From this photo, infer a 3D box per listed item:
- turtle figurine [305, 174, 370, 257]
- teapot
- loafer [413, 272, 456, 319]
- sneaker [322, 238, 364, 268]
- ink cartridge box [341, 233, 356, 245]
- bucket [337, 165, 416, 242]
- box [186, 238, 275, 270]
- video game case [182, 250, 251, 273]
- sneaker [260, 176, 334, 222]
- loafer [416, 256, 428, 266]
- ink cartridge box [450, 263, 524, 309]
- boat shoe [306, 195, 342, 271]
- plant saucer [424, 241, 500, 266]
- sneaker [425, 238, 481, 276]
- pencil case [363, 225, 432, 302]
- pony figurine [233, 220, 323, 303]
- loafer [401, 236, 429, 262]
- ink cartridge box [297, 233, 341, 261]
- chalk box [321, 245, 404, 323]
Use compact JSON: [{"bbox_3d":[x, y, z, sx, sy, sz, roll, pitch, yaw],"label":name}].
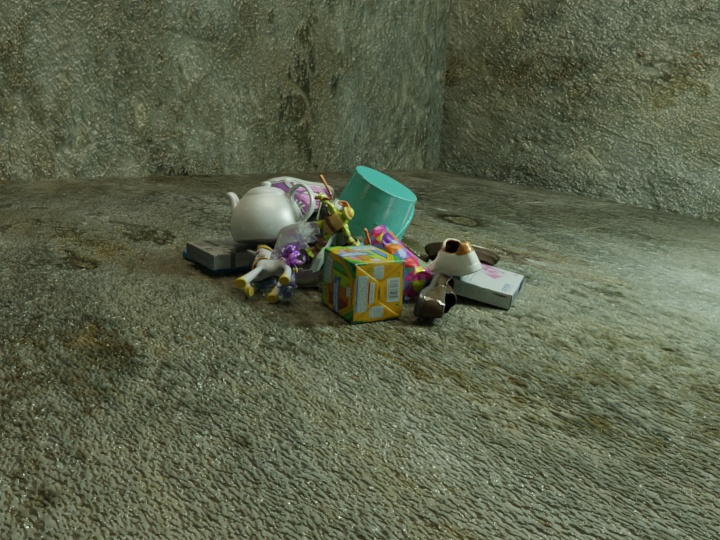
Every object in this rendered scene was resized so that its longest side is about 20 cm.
[{"bbox_3d":[-0.075,-0.113,1.603,0.160,0.201,0.065,-30,17,24],"label":"turtle figurine"},{"bbox_3d":[-0.226,-0.144,1.701,0.195,0.150,0.197,1,-2,-17],"label":"teapot"},{"bbox_3d":[0.170,0.064,1.474,0.070,0.075,0.200,19,23,16],"label":"loafer"},{"bbox_3d":[-0.036,-0.028,1.754,0.078,0.067,0.198,28,-23,-29],"label":"sneaker"},{"bbox_3d":[-0.032,-0.138,1.942,0.199,0.084,0.145,-39,12,8],"label":"ink cartridge box"},{"bbox_3d":[0.038,-0.161,1.749,0.204,0.137,0.208,25,20,-9],"label":"bucket"},{"bbox_3d":[-0.321,-0.047,1.763,0.197,0.042,0.155,-9,20,-38],"label":"box"},{"bbox_3d":[-0.358,-0.030,1.807,0.141,0.018,0.198,-9,19,-38],"label":"video game case"},{"bbox_3d":[-0.170,-0.176,1.787,0.195,0.073,0.116,4,52,3],"label":"sneaker"},{"bbox_3d":[0.114,-0.017,1.753,0.196,0.069,0.076,11,17,30],"label":"loafer"},{"bbox_3d":[0.277,0.023,1.640,0.196,0.044,0.196,17,19,16],"label":"ink cartridge box"},{"bbox_3d":[-0.101,-0.082,1.685,0.062,0.204,0.071,20,10,4],"label":"boat shoe"},{"bbox_3d":[0.261,-0.034,1.792,0.195,0.030,0.200,9,-10,2],"label":"plant saucer"},{"bbox_3d":[0.204,-0.031,1.589,0.072,0.086,0.199,-22,5,-27],"label":"sneaker"},{"bbox_3d":[0.086,-0.018,1.595,0.087,0.090,0.201,-7,42,-34],"label":"pencil case"},{"bbox_3d":[-0.179,-0.011,1.557,0.188,0.170,0.201,-3,29,6],"label":"pony figurine"},{"bbox_3d":[0.106,-0.060,1.908,0.199,0.069,0.075,35,27,33],"label":"loafer"},{"bbox_3d":[-0.149,-0.099,1.853,0.195,0.149,0.048,4,4,6],"label":"ink cartridge box"},{"bbox_3d":[-0.008,0.020,1.476,0.121,0.128,0.199,-4,15,-27],"label":"chalk box"}]
